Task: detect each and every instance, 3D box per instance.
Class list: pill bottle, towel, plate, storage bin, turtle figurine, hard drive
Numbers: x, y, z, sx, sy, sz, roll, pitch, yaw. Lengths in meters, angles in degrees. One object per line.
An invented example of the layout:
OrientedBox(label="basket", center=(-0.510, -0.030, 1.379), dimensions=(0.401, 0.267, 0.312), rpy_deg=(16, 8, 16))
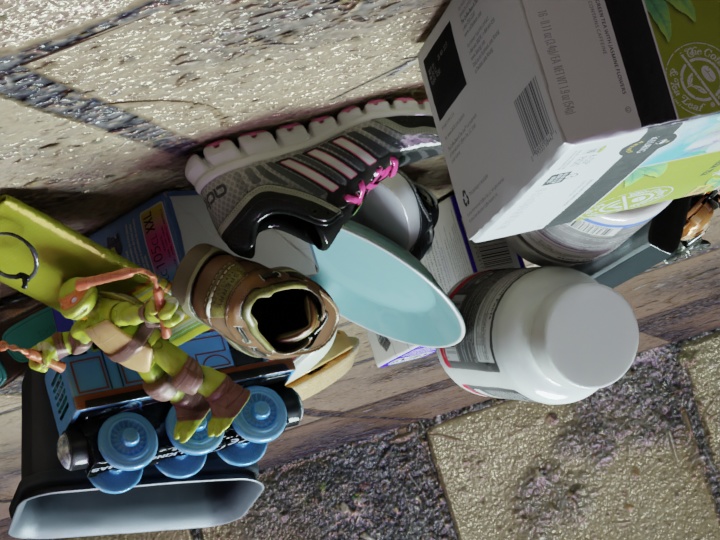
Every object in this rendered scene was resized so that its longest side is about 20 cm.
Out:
OrientedBox(label="pill bottle", center=(0.144, 0.052, 1.497), dimensions=(0.110, 0.111, 0.200), rpy_deg=(-12, -177, -19))
OrientedBox(label="pill bottle", center=(0.172, -0.069, 1.427), dimensions=(0.113, 0.114, 0.200), rpy_deg=(-13, 170, -11))
OrientedBox(label="towel", center=(-0.194, 0.004, 1.306), dimensions=(0.086, 0.018, 0.200), rpy_deg=(-28, 136, 36))
OrientedBox(label="plate", center=(0.000, 0.000, 1.501), dimensions=(0.200, 0.026, 0.200), rpy_deg=(26, 161, 10))
OrientedBox(label="storage bin", center=(-0.193, 0.138, 1.521), dimensions=(0.199, 0.135, 0.146), rpy_deg=(-1, 156, -18))
OrientedBox(label="turtle figurine", center=(-0.164, 0.054, 1.303), dimensions=(0.200, 0.065, 0.161), rpy_deg=(-24, 122, 42))
OrientedBox(label="hard drive", center=(0.221, -0.050, 1.555), dimensions=(0.033, 0.140, 0.200), rpy_deg=(24, 156, -14))

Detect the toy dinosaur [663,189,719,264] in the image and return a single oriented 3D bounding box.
OrientedBox(label="toy dinosaur", center=(0.275, -0.063, 1.618), dimensions=(0.199, 0.103, 0.136), rpy_deg=(-24, 175, -13))

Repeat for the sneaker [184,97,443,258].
OrientedBox(label="sneaker", center=(-0.016, -0.060, 1.271), dimensions=(0.199, 0.088, 0.074), rpy_deg=(-14, 169, -8))

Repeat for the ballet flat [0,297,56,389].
OrientedBox(label="ballet flat", center=(-0.295, 0.059, 1.558), dimensions=(0.199, 0.068, 0.067), rpy_deg=(-16, -162, 22))

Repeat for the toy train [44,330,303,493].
OrientedBox(label="toy train", center=(-0.144, 0.098, 1.423), dimensions=(0.199, 0.115, 0.087), rpy_deg=(-10, 160, -24))

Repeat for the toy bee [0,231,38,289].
OrientedBox(label="toy bee", center=(-0.329, 0.036, 1.257), dimensions=(0.131, 0.109, 0.200), rpy_deg=(37, 135, -17))

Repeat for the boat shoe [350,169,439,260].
OrientedBox(label="boat shoe", center=(0.032, -0.044, 1.502), dimensions=(0.068, 0.072, 0.200), rpy_deg=(-47, 162, -17))

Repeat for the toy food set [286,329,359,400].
OrientedBox(label="toy food set", center=(-0.094, 0.098, 1.713), dimensions=(0.197, 0.049, 0.200), rpy_deg=(-22, -172, 6))

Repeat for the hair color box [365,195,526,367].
OrientedBox(label="hair color box", center=(0.071, 0.009, 1.697), dimensions=(0.065, 0.110, 0.200), rpy_deg=(-10, 169, -33))

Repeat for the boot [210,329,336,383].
OrientedBox(label="boot", center=(-0.129, 0.041, 1.571), dimensions=(0.199, 0.073, 0.144), rpy_deg=(-15, 141, 37))

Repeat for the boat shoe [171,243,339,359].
OrientedBox(label="boat shoe", center=(-0.060, 0.035, 1.329), dimensions=(0.068, 0.072, 0.200), rpy_deg=(23, -177, 28))

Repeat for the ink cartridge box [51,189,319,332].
OrientedBox(label="ink cartridge box", center=(-0.152, 0.004, 1.434), dimensions=(0.136, 0.077, 0.200), rpy_deg=(-4, 163, -45))

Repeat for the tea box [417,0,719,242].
OrientedBox(label="tea box", center=(0.160, -0.121, 1.085), dimensions=(0.196, 0.134, 0.200), rpy_deg=(-13, 169, -14))
